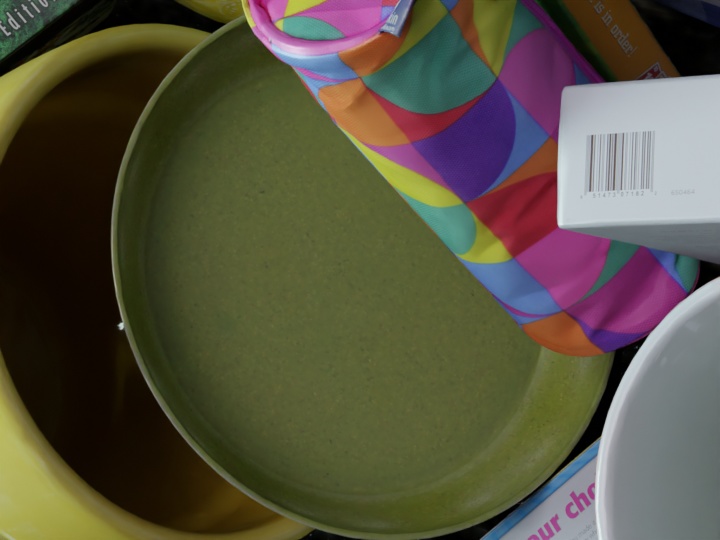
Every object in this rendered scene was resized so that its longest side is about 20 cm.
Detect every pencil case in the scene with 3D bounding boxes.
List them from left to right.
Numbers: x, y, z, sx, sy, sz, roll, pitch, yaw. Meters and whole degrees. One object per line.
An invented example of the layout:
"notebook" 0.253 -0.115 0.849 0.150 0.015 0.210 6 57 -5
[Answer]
"pencil case" 0.043 -0.053 0.945 0.088 0.200 0.089 -19 49 23

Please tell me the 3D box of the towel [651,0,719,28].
"towel" 0.135 -0.096 0.897 0.146 0.200 0.024 25 88 15

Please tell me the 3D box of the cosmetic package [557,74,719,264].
"cosmetic package" 0.185 -0.031 0.904 0.199 0.150 0.052 -2 81 34

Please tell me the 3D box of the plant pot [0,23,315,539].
"plant pot" -0.116 0.027 1.089 0.188 0.200 0.202 -20 72 47

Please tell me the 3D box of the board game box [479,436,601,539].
"board game box" 0.090 0.145 1.015 0.200 0.034 0.135 -42 63 23

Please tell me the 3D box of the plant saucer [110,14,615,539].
"plant saucer" 0.000 0.000 1.022 0.031 0.199 0.201 150 116 -62

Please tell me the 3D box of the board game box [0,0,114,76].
"board game box" -0.178 -0.057 1.119 0.023 0.200 0.105 50 157 0

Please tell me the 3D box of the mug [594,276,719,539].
"mug" 0.191 0.083 0.854 0.177 0.200 0.134 32 101 32

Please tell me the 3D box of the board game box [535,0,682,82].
"board game box" 0.047 -0.116 0.976 0.030 0.200 0.095 -49 43 -5

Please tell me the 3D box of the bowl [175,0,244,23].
"bowl" -0.057 -0.204 1.121 0.199 0.107 0.201 -6 80 34
